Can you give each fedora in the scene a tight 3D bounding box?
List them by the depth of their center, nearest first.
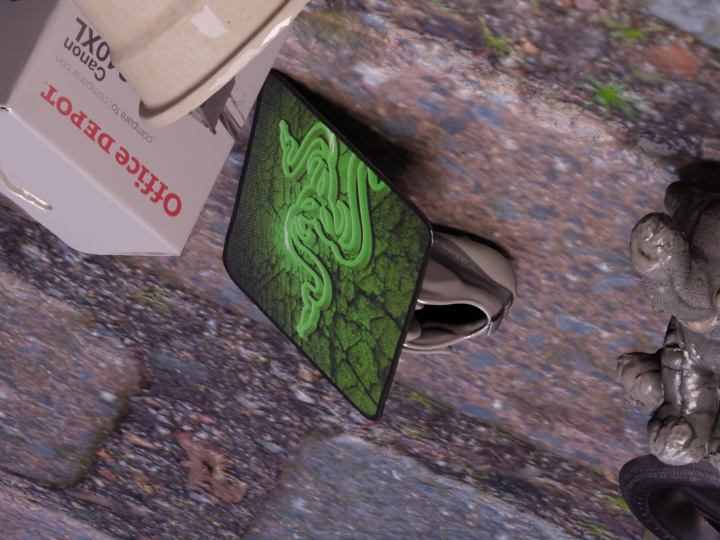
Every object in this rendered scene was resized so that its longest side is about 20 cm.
[{"bbox_3d":[0.274,0.144,1.769,0.199,0.092,0.201,20,157,9],"label":"fedora"}]

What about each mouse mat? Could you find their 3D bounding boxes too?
[{"bbox_3d":[-0.024,-0.012,1.652,0.161,0.008,0.201,45,144,23],"label":"mouse mat"}]

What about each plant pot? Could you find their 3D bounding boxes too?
[{"bbox_3d":[-0.101,-0.205,1.259,0.183,0.201,0.200,43,153,-15],"label":"plant pot"}]

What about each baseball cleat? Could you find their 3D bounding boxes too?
[{"bbox_3d":[0.000,0.000,1.696,0.198,0.107,0.070,9,116,15],"label":"baseball cleat"}]

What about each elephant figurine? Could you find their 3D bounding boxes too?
[{"bbox_3d":[0.213,0.006,1.493,0.140,0.156,0.201,-12,125,-3],"label":"elephant figurine"}]

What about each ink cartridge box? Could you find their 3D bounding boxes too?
[{"bbox_3d":[-0.124,-0.126,1.402,0.083,0.201,0.145,3,151,45],"label":"ink cartridge box"}]

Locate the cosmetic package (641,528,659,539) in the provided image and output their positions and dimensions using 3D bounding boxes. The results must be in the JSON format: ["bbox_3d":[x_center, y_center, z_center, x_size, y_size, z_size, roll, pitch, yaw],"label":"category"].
[{"bbox_3d":[0.245,0.296,1.995,0.103,0.201,0.073,28,158,-17],"label":"cosmetic package"}]
